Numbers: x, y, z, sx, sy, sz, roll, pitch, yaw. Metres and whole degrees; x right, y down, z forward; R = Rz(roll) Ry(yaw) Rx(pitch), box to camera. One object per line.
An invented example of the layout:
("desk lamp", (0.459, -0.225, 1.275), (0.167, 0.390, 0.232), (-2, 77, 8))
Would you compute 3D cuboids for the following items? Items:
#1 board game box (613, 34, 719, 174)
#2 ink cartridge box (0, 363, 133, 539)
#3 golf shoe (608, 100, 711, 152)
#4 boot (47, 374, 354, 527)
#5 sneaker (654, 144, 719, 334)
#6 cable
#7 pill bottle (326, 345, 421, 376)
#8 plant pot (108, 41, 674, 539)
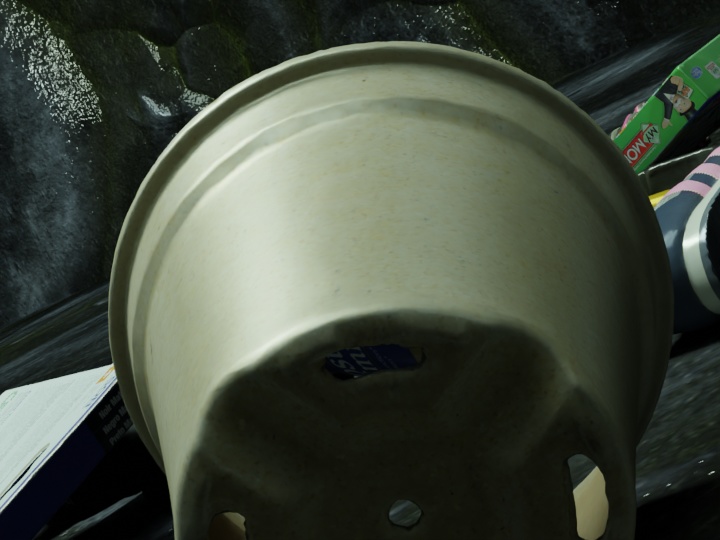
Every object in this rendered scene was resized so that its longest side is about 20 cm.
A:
("board game box", (0.217, -0.111, 1.529), (0.200, 0.029, 0.135), (-36, -10, -46))
("ink cartridge box", (-0.204, 0.134, 1.329), (0.200, 0.041, 0.200), (-50, 16, -27))
("golf shoe", (0.147, -0.046, 1.591), (0.200, 0.073, 0.092), (-23, -16, -45))
("boot", (-0.082, 0.078, 1.422), (0.200, 0.066, 0.165), (-25, 13, 43))
("sneaker", (0.163, -0.019, 1.191), (0.082, 0.070, 0.200), (-22, 5, 26))
("cable", (0.231, -0.054, 1.417), (0.200, 0.050, 0.097), (-17, -4, 29))
("pill bottle", (0.000, 0.000, 1.286), (0.200, 0.112, 0.112), (3, 25, 43))
("plant pot", (0.011, 0.046, 0.778), (0.200, 0.201, 0.184), (-25, 17, 8))
